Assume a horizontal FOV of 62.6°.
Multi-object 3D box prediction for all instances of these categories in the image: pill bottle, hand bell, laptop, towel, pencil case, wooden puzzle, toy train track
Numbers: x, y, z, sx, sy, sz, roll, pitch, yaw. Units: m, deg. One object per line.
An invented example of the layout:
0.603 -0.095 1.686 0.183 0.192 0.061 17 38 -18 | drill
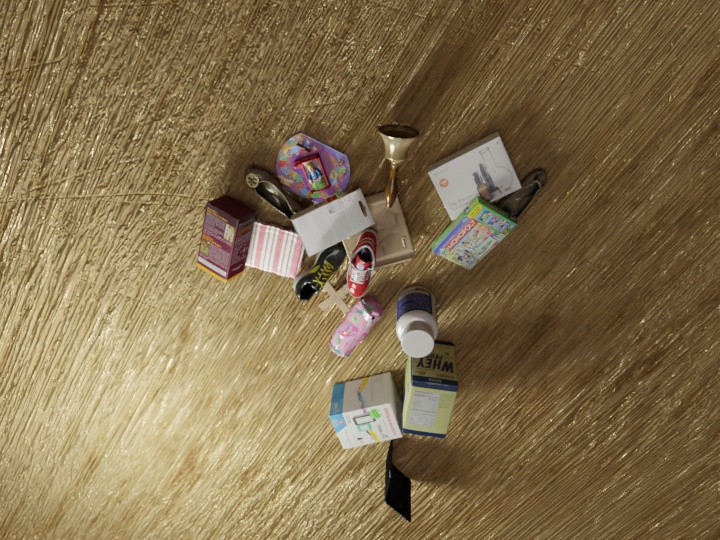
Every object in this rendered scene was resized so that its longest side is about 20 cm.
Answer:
0.158 0.145 1.653 0.117 0.201 0.122 2 120 3 | pill bottle
0.085 -0.253 1.493 0.102 0.105 0.203 6 120 1 | hand bell
0.135 0.694 1.975 0.103 0.178 0.200 -39 109 23 | laptop
-0.256 -0.066 1.670 0.196 0.030 0.148 16 119 -1 | towel
-0.013 0.166 1.745 0.087 0.088 0.201 32 118 -13 | pencil case
0.038 -0.106 1.615 0.182 0.046 0.203 -15 112 12 | wooden puzzle
-0.038 0.048 1.715 0.199 0.033 0.115 -35 104 15 | toy train track

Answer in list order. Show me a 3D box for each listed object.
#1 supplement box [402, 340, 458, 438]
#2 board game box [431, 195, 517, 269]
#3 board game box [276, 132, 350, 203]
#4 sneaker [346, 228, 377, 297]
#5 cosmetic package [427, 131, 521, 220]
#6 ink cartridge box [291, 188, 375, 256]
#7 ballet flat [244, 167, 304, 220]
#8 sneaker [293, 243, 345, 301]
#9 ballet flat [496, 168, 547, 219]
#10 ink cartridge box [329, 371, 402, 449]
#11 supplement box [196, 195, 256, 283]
0.201 0.346 1.762 0.132 0.201 0.203 7 121 0 | supplement box
0.299 -0.095 1.571 0.133 0.029 0.200 23 132 -21 | board game box
-0.127 -0.254 1.544 0.197 0.039 0.159 25 118 -9 | board game box
0.000 0.000 1.580 0.070 0.113 0.203 12 116 0 | sneaker
0.291 -0.239 1.516 0.198 0.052 0.152 -25 112 18 | cosmetic package
-0.072 -0.132 1.555 0.197 0.050 0.110 -25 111 0 | ink cartridge box
-0.227 -0.195 1.571 0.199 0.047 0.067 41 126 -18 | ballet flat
-0.109 0.013 1.657 0.074 0.085 0.200 34 111 -26 | sneaker
0.413 -0.178 1.542 0.067 0.047 0.201 34 116 -13 | ballet flat
0.022 0.438 1.858 0.196 0.147 0.149 -15 118 12 | ink cartridge box
-0.366 -0.086 1.613 0.109 0.086 0.203 27 120 15 | supplement box
